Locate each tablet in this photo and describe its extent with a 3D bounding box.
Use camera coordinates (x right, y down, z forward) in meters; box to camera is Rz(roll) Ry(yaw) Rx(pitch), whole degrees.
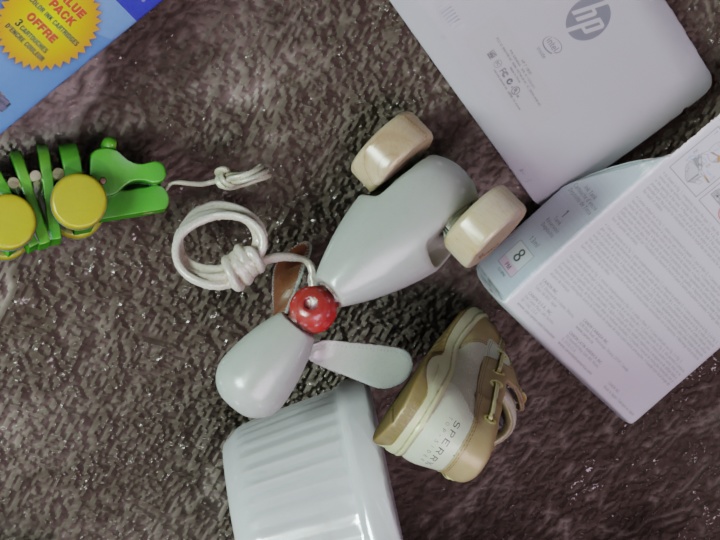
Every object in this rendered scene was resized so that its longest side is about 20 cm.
[{"bbox_3d":[0.111,-0.134,1.421,0.130,0.014,0.200,-36,129,4],"label":"tablet"}]

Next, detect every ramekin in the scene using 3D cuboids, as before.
[{"bbox_3d":[-0.020,0.170,1.471,0.094,0.203,0.203,-13,128,0],"label":"ramekin"}]

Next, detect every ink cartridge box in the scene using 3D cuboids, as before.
[{"bbox_3d":[0.191,-0.016,1.511,0.200,0.057,0.163,-44,132,4],"label":"ink cartridge box"},{"bbox_3d":[-0.191,-0.155,1.246,0.200,0.076,0.136,-40,128,6],"label":"ink cartridge box"}]

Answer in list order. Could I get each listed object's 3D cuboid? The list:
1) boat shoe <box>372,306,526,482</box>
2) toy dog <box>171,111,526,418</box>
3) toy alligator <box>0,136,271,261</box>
[{"bbox_3d":[0.059,0.077,1.436,0.066,0.200,0.074,36,110,2],"label":"boat shoe"},{"bbox_3d":[0.000,0.000,1.422,0.200,0.132,0.096,-25,167,2],"label":"toy dog"},{"bbox_3d":[-0.150,-0.048,1.353,0.200,0.059,0.054,-17,87,-10],"label":"toy alligator"}]
